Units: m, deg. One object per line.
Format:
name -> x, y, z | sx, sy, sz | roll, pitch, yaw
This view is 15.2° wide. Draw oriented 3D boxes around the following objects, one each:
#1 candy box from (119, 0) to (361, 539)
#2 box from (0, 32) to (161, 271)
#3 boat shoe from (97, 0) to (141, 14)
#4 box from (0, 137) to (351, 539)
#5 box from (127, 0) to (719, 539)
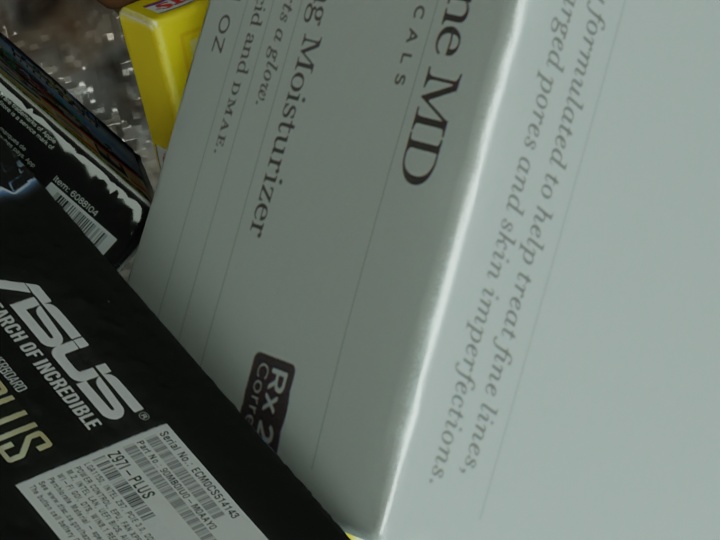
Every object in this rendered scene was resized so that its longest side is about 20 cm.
candy box -> 0.000, 0.000, 0.793 | 0.102, 0.026, 0.200 | -24, 116, -22
box -> -0.143, -0.076, 0.751 | 0.200, 0.110, 0.035 | 42, 93, -14
boat shoe -> -0.035, -0.162, 0.754 | 0.072, 0.076, 0.201 | 2, 104, -53
box -> -0.103, 0.078, 0.669 | 0.086, 0.200, 0.164 | -20, 146, -40
box -> 0.061, -0.023, 0.728 | 0.200, 0.131, 0.199 | 15, 91, -41
